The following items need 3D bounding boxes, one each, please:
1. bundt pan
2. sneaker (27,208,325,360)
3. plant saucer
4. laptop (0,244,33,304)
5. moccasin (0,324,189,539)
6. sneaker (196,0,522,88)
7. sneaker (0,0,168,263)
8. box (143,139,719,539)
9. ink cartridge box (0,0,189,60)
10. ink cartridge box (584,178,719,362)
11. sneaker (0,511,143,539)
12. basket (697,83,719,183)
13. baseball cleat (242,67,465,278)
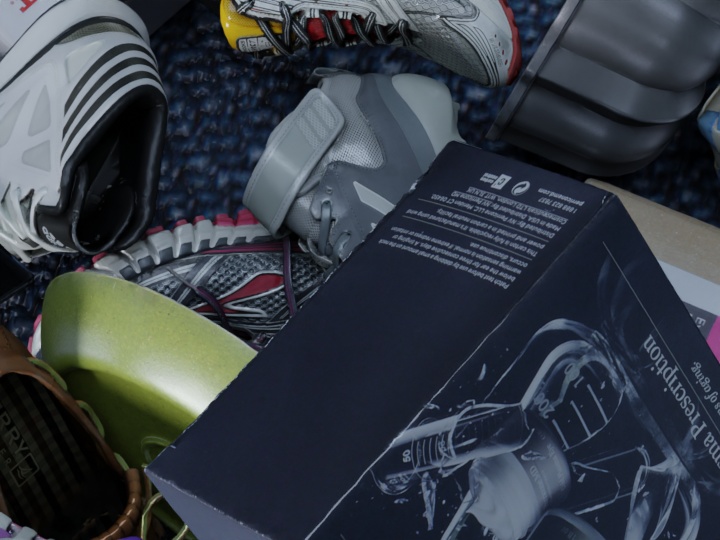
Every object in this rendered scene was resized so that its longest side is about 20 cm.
[{"bbox_3d":[0.139,-0.129,1.227,0.076,0.202,0.202,30,73,1],"label":"bundt pan"},{"bbox_3d":[-0.056,0.014,1.240,0.199,0.081,0.075,-21,71,-5],"label":"sneaker"},{"bbox_3d":[-0.063,0.079,1.149,0.200,0.200,0.031,32,66,15],"label":"plant saucer"},{"bbox_3d":[-0.265,0.048,1.212,0.187,0.116,0.201,39,119,40],"label":"laptop"},{"bbox_3d":[-0.120,0.102,1.155,0.074,0.202,0.078,-37,38,-22],"label":"moccasin"},{"bbox_3d":[-0.020,-0.122,1.216,0.199,0.078,0.082,23,68,15],"label":"sneaker"},{"bbox_3d":[-0.161,-0.026,1.216,0.201,0.076,0.115,-48,32,12],"label":"sneaker"},{"bbox_3d":[0.052,0.089,1.047,0.182,0.200,0.104,-47,36,-16],"label":"box"},{"bbox_3d":[-0.168,-0.195,1.324,0.145,0.084,0.200,-43,73,-12],"label":"ink cartridge box"},{"bbox_3d":[0.134,0.083,1.205,0.164,0.075,0.201,22,71,13],"label":"ink cartridge box"},{"bbox_3d":[-0.137,0.116,1.082,0.201,0.073,0.114,47,120,5],"label":"sneaker"},{"bbox_3d":[0.269,-0.068,1.210,0.199,0.139,0.177,23,71,38],"label":"basket"},{"bbox_3d":[0.000,0.000,1.183,0.106,0.070,0.201,7,53,-11],"label":"baseball cleat"}]
